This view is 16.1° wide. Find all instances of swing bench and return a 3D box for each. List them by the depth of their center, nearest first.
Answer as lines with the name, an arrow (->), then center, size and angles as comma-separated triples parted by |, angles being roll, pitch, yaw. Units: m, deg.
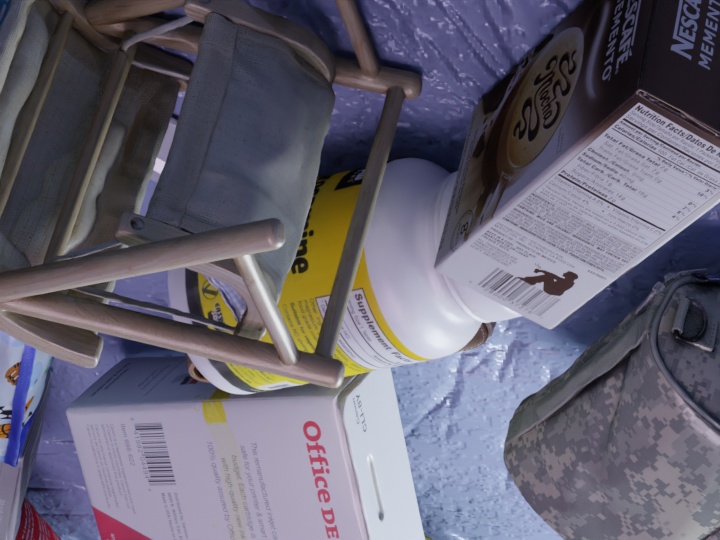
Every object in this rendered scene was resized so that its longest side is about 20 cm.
swing bench -> -0.094, -0.061, 1.297 | 0.198, 0.200, 0.130 | 3, 145, 19

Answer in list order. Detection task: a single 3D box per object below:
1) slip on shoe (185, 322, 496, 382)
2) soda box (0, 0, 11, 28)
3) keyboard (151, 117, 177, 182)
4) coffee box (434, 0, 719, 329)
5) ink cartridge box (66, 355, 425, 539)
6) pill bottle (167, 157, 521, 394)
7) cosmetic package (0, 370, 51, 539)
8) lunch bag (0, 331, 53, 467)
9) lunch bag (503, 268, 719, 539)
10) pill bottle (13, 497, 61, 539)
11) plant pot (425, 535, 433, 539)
slip on shoe -> -0.015, 0.038, 1.535 | 0.198, 0.061, 0.076 | 3, 145, 19
soda box -> -0.224, -0.142, 1.347 | 0.067, 0.065, 0.201 | -4, 139, 23
keyboard -> -0.146, -0.088, 1.454 | 0.199, 0.011, 0.056 | 28, 140, -18
coffee box -> 0.126, -0.070, 1.271 | 0.079, 0.114, 0.200 | 26, 145, -16
ink cartridge box -> -0.070, 0.133, 1.626 | 0.199, 0.083, 0.146 | -3, 110, 27
pill bottle -> 0.000, 0.000, 1.423 | 0.199, 0.113, 0.113 | -12, 138, 31
cosmetic package -> -0.317, 0.099, 1.722 | 0.198, 0.091, 0.107 | 14, 138, -2
lunch bag -> -0.266, 0.017, 1.555 | 0.169, 0.125, 0.200 | 16, 156, -2
lunch bag -> 0.192, 0.094, 1.458 | 0.167, 0.140, 0.200 | 25, 145, -16
pill bottle -> -0.280, 0.210, 1.851 | 0.111, 0.113, 0.200 | -2, 143, 25
plant pot -> -0.025, 0.237, 1.743 | 0.142, 0.200, 0.200 | 46, 145, 6
